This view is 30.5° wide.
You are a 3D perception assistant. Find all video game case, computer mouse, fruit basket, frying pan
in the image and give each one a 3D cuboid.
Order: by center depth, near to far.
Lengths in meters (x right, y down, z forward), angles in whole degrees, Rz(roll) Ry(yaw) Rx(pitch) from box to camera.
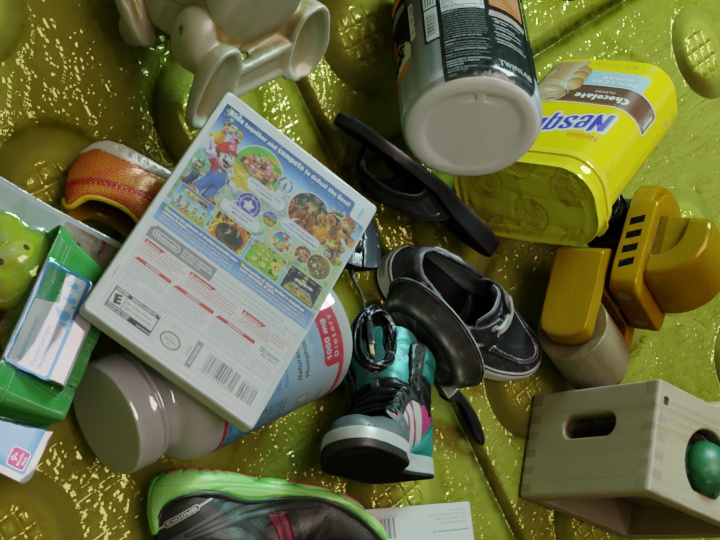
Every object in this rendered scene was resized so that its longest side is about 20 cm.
[{"bbox_3d":[-0.267,0.016,0.874,0.199,0.093,0.187,35,61,-29],"label":"fruit basket"},{"bbox_3d":[-0.088,-0.009,0.931,0.143,0.018,0.201,37,62,-13],"label":"video game case"},{"bbox_3d":[0.000,0.000,1.075,0.058,0.034,0.201,16,40,-31],"label":"computer mouse"},{"bbox_3d":[0.061,0.079,1.153,0.031,0.191,0.115,-38,60,-23],"label":"frying pan"}]

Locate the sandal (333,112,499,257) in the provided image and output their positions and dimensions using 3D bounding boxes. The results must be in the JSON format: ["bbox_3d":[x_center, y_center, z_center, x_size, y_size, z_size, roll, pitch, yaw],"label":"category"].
[{"bbox_3d":[0.047,-0.065,1.167,0.200,0.075,0.048,40,85,-27],"label":"sandal"}]

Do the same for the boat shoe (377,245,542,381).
[{"bbox_3d":[0.106,0.037,1.191,0.199,0.067,0.072,38,60,-28],"label":"boat shoe"}]

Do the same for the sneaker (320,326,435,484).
[{"bbox_3d":[0.016,0.102,1.060,0.200,0.082,0.122,44,40,-70],"label":"sneaker"}]

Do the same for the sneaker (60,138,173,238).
[{"bbox_3d":[-0.127,-0.029,0.988,0.198,0.073,0.078,17,66,-1],"label":"sneaker"}]

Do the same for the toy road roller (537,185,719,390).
[{"bbox_3d":[0.265,0.015,1.258,0.123,0.144,0.202,46,57,-50],"label":"toy road roller"}]

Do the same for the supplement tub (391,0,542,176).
[{"bbox_3d":[0.090,-0.192,1.162,0.122,0.122,0.202,29,40,-31],"label":"supplement tub"}]

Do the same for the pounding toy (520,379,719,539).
[{"bbox_3d":[0.290,0.163,1.229,0.183,0.199,0.144,25,65,-33],"label":"pounding toy"}]

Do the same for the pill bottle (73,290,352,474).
[{"bbox_3d":[-0.108,0.074,0.981,0.199,0.108,0.110,-24,96,-41],"label":"pill bottle"}]

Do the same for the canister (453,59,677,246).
[{"bbox_3d":[0.198,-0.118,1.246,0.200,0.147,0.087,-47,133,-39],"label":"canister"}]

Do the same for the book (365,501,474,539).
[{"bbox_3d":[0.042,0.299,1.101,0.132,0.048,0.203,4,77,-36],"label":"book"}]

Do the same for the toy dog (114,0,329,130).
[{"bbox_3d":[-0.134,-0.237,0.989,0.139,0.195,0.200,-36,70,-24],"label":"toy dog"}]

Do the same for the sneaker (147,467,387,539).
[{"bbox_3d":[-0.073,0.202,1.013,0.198,0.077,0.085,13,79,-24],"label":"sneaker"}]
